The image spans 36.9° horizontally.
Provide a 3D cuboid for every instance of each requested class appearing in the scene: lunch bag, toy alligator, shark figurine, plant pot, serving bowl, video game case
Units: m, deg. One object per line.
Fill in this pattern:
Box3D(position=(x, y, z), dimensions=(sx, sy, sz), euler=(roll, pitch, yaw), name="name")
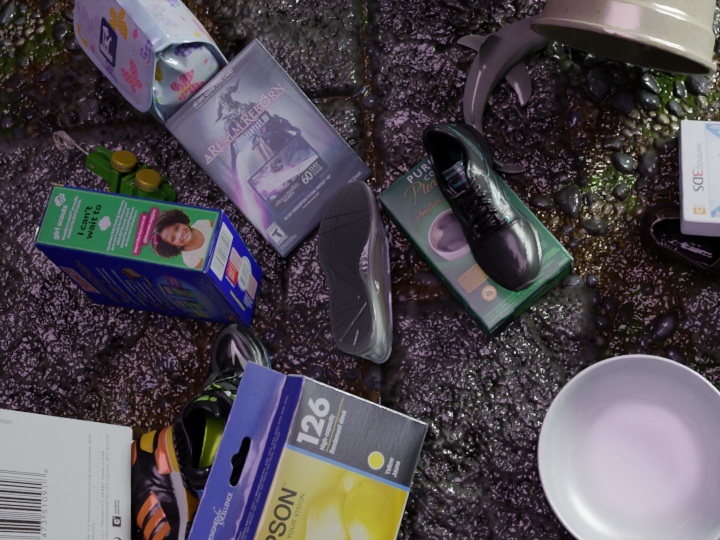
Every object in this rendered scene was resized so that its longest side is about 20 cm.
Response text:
Box3D(position=(-0.238, -0.256, 1.234), dimensions=(0.127, 0.200, 0.170), euler=(-40, 70, -4), name="lunch bag")
Box3D(position=(-0.280, -0.117, 1.278), dimensions=(0.199, 0.060, 0.054), euler=(36, 40, 21), name="toy alligator")
Box3D(position=(0.146, -0.215, 1.207), dimensions=(0.127, 0.090, 0.217), euler=(16, 74, 17), name="shark figurine")
Box3D(position=(0.295, -0.319, 1.120), dimensions=(0.198, 0.200, 0.186), euler=(17, 98, 16), name="plant pot")
Box3D(position=(0.273, 0.189, 1.061), dimensions=(0.197, 0.066, 0.203), euler=(-3, 72, 10), name="serving bowl")
Box3D(position=(0.426, -0.093, 1.096), dimensions=(0.197, 0.022, 0.183), euler=(5, 41, 12), name="video game case")
Box3D(position=(-0.103, -0.137, 1.215), dimensions=(0.143, 0.019, 0.200), euler=(-43, 100, -5), name="video game case")

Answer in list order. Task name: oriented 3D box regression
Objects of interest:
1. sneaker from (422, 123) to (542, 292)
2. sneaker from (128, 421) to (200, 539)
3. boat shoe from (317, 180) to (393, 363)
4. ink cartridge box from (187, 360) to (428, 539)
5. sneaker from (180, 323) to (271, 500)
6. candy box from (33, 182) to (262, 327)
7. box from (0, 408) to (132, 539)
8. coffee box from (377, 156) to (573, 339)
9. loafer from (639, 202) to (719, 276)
Box3D(position=(0.118, -0.067, 1.112), dimensions=(0.075, 0.079, 0.202), euler=(-36, 65, 23), name="sneaker")
Box3D(position=(-0.205, 0.267, 1.136), dimensions=(0.089, 0.070, 0.203), euler=(-17, 69, 21), name="sneaker")
Box3D(position=(0.001, 0.000, 1.184), dimensions=(0.074, 0.065, 0.205), euler=(-20, 63, 25), name="boat shoe")
Box3D(position=(-0.050, 0.216, 1.083), dimensions=(0.198, 0.047, 0.200), euler=(21, 76, -15), name="ink cartridge box")
Box3D(position=(-0.143, 0.143, 1.138), dimensions=(0.070, 0.083, 0.202), euler=(-4, 56, 19), name="sneaker")
Box3D(position=(-0.224, -0.013, 1.169), dimensions=(0.197, 0.169, 0.078), euler=(8, 69, 13), name="candy box")
Box3D(position=(-0.340, 0.254, 1.073), dimensions=(0.129, 0.199, 0.202), euler=(-16, 68, 33), name="box")
Box3D(position=(0.124, -0.041, 1.176), dimensions=(0.123, 0.044, 0.200), euler=(-39, 70, -3), name="coffee box")
Box3D(position=(0.379, -0.019, 1.095), dimensions=(0.197, 0.071, 0.074), euler=(11, 102, 20), name="loafer")
